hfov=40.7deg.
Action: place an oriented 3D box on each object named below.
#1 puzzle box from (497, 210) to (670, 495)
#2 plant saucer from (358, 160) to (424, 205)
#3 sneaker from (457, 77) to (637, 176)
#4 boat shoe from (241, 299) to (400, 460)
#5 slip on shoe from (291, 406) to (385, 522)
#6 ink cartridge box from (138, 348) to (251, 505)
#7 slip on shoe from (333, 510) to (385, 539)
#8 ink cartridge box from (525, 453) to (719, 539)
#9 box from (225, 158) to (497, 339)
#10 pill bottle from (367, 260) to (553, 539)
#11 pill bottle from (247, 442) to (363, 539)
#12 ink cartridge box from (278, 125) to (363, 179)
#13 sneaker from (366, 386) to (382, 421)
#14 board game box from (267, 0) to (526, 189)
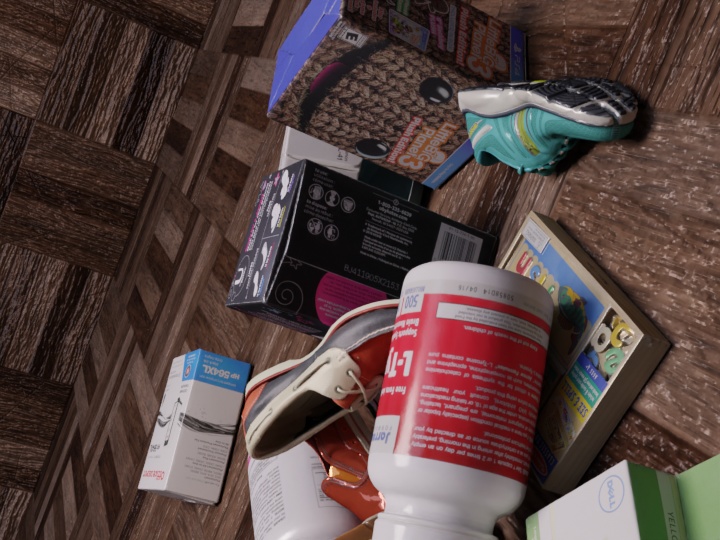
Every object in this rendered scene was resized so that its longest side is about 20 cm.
[{"bbox_3d":[0.141,0.054,0.731,0.133,0.025,0.200,-63,24,19],"label":"puzzle box"},{"bbox_3d":[0.021,-0.068,1.108,0.200,0.027,0.201,-50,30,42],"label":"plant saucer"},{"bbox_3d":[0.155,-0.118,0.806,0.200,0.077,0.080,17,118,63],"label":"sneaker"},{"bbox_3d":[-0.019,0.091,0.793,0.200,0.071,0.063,-31,37,25],"label":"boat shoe"},{"bbox_3d":[-0.001,0.183,0.830,0.200,0.061,0.074,53,163,32],"label":"slip on shoe"},{"bbox_3d":[-0.238,0.226,1.390,0.146,0.084,0.201,-23,51,61],"label":"ink cartridge box"},{"bbox_3d":[0.007,0.239,0.747,0.061,0.199,0.076,66,-178,-54],"label":"slip on shoe"},{"bbox_3d":[0.172,0.174,0.537,0.200,0.048,0.146,-50,29,46],"label":"ink cartridge box"},{"bbox_3d":[0.000,0.000,0.871,0.115,0.199,0.133,-9,64,64],"label":"box"},{"bbox_3d":[0.067,0.104,0.681,0.112,0.112,0.201,-21,54,62],"label":"pill bottle"},{"bbox_3d":[-0.041,0.235,0.889,0.114,0.113,0.200,-60,24,24],"label":"pill bottle"},{"bbox_3d":[-0.050,-0.112,1.093,0.200,0.085,0.148,107,171,-55],"label":"ink cartridge box"},{"bbox_3d":[0.038,0.132,0.846,0.200,0.080,0.087,-175,93,-73],"label":"sneaker"},{"bbox_3d":[0.035,-0.190,0.945,0.159,0.199,0.097,-43,34,49],"label":"board game box"}]
